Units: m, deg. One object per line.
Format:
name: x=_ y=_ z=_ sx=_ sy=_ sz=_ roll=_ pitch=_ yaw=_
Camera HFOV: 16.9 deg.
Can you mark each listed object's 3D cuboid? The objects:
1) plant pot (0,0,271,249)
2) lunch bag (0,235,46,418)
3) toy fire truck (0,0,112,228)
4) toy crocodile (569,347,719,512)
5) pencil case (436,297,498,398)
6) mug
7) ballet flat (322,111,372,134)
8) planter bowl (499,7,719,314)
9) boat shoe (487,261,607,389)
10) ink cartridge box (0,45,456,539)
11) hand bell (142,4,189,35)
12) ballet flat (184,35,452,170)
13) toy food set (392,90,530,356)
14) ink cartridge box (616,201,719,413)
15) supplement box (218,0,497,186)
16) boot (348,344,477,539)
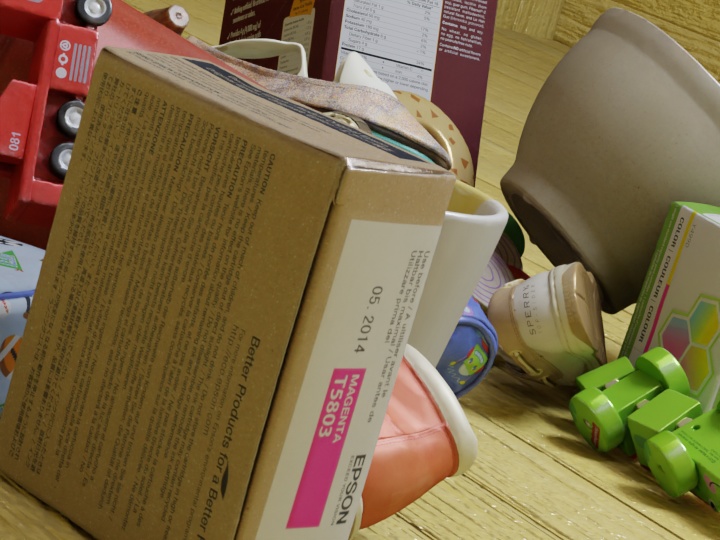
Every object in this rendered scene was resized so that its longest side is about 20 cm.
plant pot: x=-0.166 y=-0.081 z=1.460 sx=0.195 sy=0.201 sz=0.201 roll=26 pitch=12 yaw=4
lunch bag: x=-0.221 y=0.017 z=1.167 sx=0.160 sy=0.076 sz=0.200 roll=21 pitch=10 yaw=29
toy fire truck: x=-0.219 y=-0.084 z=1.325 sx=0.141 sy=0.200 sz=0.049 roll=12 pitch=-16 yaw=-17
toy crocodile: x=0.185 y=0.098 z=1.429 sx=0.067 sy=0.062 sz=0.200 roll=-30 pitch=30 yaw=-18
pencil case: x=0.000 y=0.000 z=1.443 sx=0.087 sy=0.078 sz=0.200 roll=-24 pitch=51 yaw=-16
mug: x=-0.007 y=0.018 z=1.272 sx=0.149 sy=0.153 sz=0.186 roll=24 pitch=12 yaw=31
ballet flat: x=-0.051 y=-0.026 z=1.391 sx=0.067 sy=0.046 sz=0.200 roll=17 pitch=54 yaw=26
planter bowl: x=0.180 y=-0.056 z=1.625 sx=0.200 sy=0.135 sz=0.200 roll=49 pitch=-6 yaw=7
boat shoe: x=0.117 y=0.037 z=1.536 sx=0.069 sy=0.074 sz=0.200 roll=-9 pitch=-15 yaw=9
ink cartridge box: x=-0.063 y=0.023 z=1.039 sx=0.165 sy=0.200 sz=0.075 roll=28 pitch=16 yaw=40
hand bell: x=-0.172 y=-0.126 z=1.585 sx=0.104 sy=0.104 sz=0.200 roll=10 pitch=-26 yaw=-34
ballet flat: x=-0.032 y=-0.110 z=1.538 sx=0.200 sy=0.067 sz=0.068 roll=15 pitch=-22 yaw=8
toy food set: x=0.040 y=-0.024 z=1.598 sx=0.198 sy=0.049 sz=0.200 roll=52 pitch=32 yaw=6
ink cartridge box: x=0.248 y=0.059 z=1.473 sx=0.076 sy=0.148 sz=0.200 roll=11 pitch=13 yaw=-29
supplement box: x=-0.010 y=-0.139 z=1.768 sx=0.133 sy=0.200 sz=0.197 roll=12 pitch=-9 yaw=-26
boot: x=-0.032 y=0.050 z=1.163 sx=0.107 sy=0.075 sz=0.200 roll=-22 pitch=49 yaw=-30
